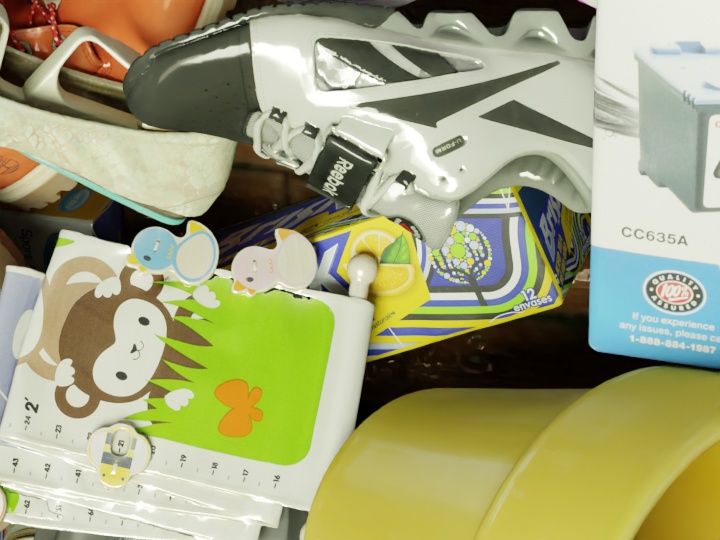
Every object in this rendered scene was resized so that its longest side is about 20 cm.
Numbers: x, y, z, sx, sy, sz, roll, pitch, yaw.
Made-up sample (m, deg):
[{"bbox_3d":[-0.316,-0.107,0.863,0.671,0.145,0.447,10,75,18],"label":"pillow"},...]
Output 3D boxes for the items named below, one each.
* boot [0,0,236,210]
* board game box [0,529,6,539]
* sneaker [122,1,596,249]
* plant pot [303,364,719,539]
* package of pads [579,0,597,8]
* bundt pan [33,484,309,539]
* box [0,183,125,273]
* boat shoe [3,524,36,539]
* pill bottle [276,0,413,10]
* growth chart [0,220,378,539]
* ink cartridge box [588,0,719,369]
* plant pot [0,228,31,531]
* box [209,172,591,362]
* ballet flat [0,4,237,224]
[{"bbox_3d":[-0.136,-0.101,0.857,0.107,0.076,0.200,21,133,-40],"label":"boot"},{"bbox_3d":[-0.308,0.190,1.040,0.198,0.200,0.201,19,124,9],"label":"board game box"},{"bbox_3d":[0.006,-0.054,0.776,0.198,0.089,0.074,-1,166,-5],"label":"sneaker"},{"bbox_3d":[0.081,0.128,0.775,0.188,0.200,0.202,14,128,48],"label":"plant pot"},{"bbox_3d":[0.151,-0.176,0.735,0.153,0.068,0.201,25,125,5],"label":"package of pads"},{"bbox_3d":[-0.054,0.114,0.917,0.200,0.202,0.077,10,96,14],"label":"bundt pan"},{"bbox_3d":[-0.190,0.011,0.991,0.198,0.042,0.120,7,121,14],"label":"box"},{"bbox_3d":[-0.096,0.179,1.021,0.199,0.063,0.074,27,110,-11],"label":"boat shoe"},{"bbox_3d":[-0.001,-0.205,0.748,0.111,0.112,0.202,13,122,13],"label":"pill bottle"},{"bbox_3d":[-0.093,0.049,0.829,0.198,0.018,0.146,2,79,-3],"label":"growth chart"},{"bbox_3d":[0.159,-0.067,0.704,0.145,0.086,0.202,7,122,18],"label":"ink cartridge box"},{"bbox_3d":[-0.218,0.026,0.930,0.199,0.093,0.202,9,121,14],"label":"plant pot"},{"bbox_3d":[0.000,0.000,0.893,0.199,0.070,0.065,-18,107,28],"label":"box"},{"bbox_3d":[-0.140,-0.080,0.806,0.199,0.068,0.063,19,116,-26],"label":"ballet flat"}]
